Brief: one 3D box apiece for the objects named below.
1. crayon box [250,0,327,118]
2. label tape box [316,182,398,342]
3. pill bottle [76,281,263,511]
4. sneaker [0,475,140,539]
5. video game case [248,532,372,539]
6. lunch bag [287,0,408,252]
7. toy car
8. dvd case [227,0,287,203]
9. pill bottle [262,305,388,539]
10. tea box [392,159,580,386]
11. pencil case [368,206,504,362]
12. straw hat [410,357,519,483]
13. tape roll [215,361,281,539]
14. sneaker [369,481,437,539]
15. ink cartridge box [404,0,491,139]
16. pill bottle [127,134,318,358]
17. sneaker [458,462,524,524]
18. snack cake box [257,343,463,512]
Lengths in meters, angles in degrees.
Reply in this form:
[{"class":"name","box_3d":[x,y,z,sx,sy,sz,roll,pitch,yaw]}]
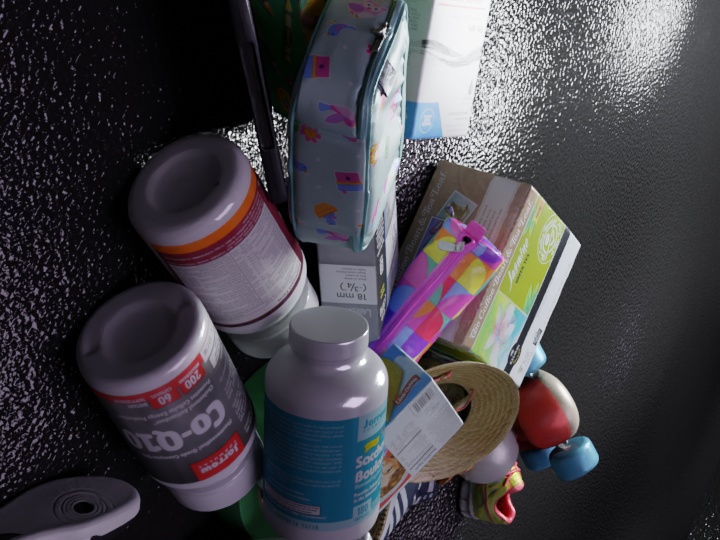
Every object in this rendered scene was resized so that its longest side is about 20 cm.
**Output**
[{"class":"crayon box","box_3d":[-0.035,-0.235,0.966,0.119,0.058,0.201,-53,156,-26]},{"class":"label tape box","box_3d":[0.000,0.000,1.119,0.145,0.063,0.202,-72,162,-57]},{"class":"pill bottle","box_3d":[-0.156,0.116,0.954,0.114,0.113,0.201,-50,142,-28]},{"class":"sneaker","box_3d":[-0.273,0.248,0.900,0.199,0.073,0.113,-16,123,-42]},{"class":"video game case","box_3d":[-0.068,0.334,1.141,0.023,0.198,0.183,-87,165,-45]},{"class":"lunch bag","box_3d":[-0.004,-0.130,0.933,0.201,0.076,0.161,94,14,-49]},{"class":"toy car","box_3d":[0.170,0.214,1.439,0.199,0.177,0.186,-30,97,-16]},{"class":"dvd case","box_3d":[-0.090,-0.175,0.901,0.017,0.143,0.201,-11,127,-3]},{"class":"pill bottle","box_3d":[-0.032,0.137,0.981,0.110,0.110,0.202,-27,129,-47]},{"class":"tea box","box_3d":[0.144,0.007,1.322,0.196,0.133,0.202,34,78,-55]},{"class":"pencil case","box_3d":[0.068,0.031,1.184,0.201,0.088,0.088,-52,147,6]},{"class":"straw hat","box_3d":[0.085,0.152,1.305,0.199,0.085,0.203,-14,131,-16]},{"class":"tape roll","box_3d":[-0.077,0.189,1.170,0.200,0.048,0.202,-32,131,-44]},{"class":"sneaker","box_3d":[0.032,0.297,1.367,0.108,0.070,0.201,42,68,-53]},{"class":"ink cartridge box","box_3d":[0.074,-0.244,1.148,0.116,0.067,0.202,-14,117,-53]},{"class":"pill bottle","box_3d":[-0.111,-0.014,0.957,0.110,0.109,0.201,-56,145,-21]},{"class":"sneaker","box_3d":[0.199,0.279,1.585,0.078,0.090,0.202,-28,127,-44]},{"class":"snack cake box","box_3d":[0.004,0.188,1.135,0.200,0.067,0.115,-45,144,-7]}]
